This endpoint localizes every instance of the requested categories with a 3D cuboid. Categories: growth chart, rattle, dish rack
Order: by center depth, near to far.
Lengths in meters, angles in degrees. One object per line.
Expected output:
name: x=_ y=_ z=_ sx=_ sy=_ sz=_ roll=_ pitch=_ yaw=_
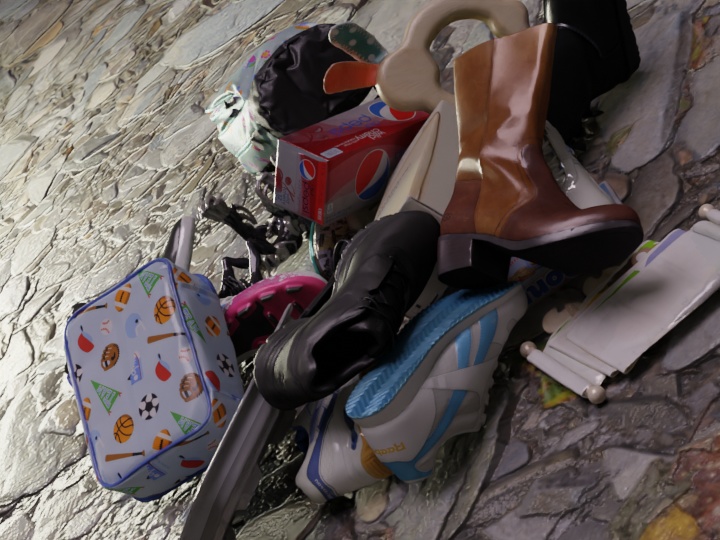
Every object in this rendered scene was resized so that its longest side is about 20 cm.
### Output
growth chart: x=0.216 y=0.021 z=1.443 sx=0.200 sy=0.018 sz=0.145 roll=-39 pitch=25 yaw=1
dish rack: x=-0.089 y=0.143 z=1.545 sx=0.172 sy=0.043 sz=0.201 roll=114 pitch=-179 yaw=-55
rattle: x=0.060 y=-0.186 z=1.768 sx=0.198 sy=0.131 sz=0.143 roll=-14 pitch=11 yaw=-3

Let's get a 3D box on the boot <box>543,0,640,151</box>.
boot: x=0.165 y=-0.202 z=1.674 sx=0.073 sy=0.199 sz=0.162 roll=10 pitch=44 yaw=45

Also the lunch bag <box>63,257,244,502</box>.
lunch bag: x=-0.189 y=0.097 z=1.711 sx=0.160 sy=0.075 sz=0.201 roll=-34 pitch=55 yaw=24

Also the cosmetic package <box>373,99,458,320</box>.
cosmetic package: x=0.061 y=-0.054 z=1.641 sx=0.104 sy=0.073 sz=0.200 roll=-56 pitch=8 yaw=28

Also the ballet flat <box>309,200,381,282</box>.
ballet flat: x=-0.003 y=-0.060 z=1.804 sx=0.072 sy=0.072 sz=0.201 roll=-28 pitch=24 yaw=22

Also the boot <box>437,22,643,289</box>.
boot: x=0.143 y=-0.094 z=1.481 sx=0.188 sy=0.068 sz=0.201 roll=-15 pitch=61 yaw=48

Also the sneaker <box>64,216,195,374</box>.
sneaker: x=-0.224 y=0.032 z=1.817 sx=0.071 sy=0.099 sz=0.201 roll=-81 pitch=11 yaw=-78

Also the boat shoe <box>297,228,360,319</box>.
boat shoe: x=0.000 y=0.000 z=1.710 sx=0.070 sy=0.066 sz=0.200 roll=-6 pitch=41 yaw=49

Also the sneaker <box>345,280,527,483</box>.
sneaker: x=0.069 y=0.080 z=1.479 sx=0.076 sy=0.081 sz=0.200 roll=-9 pitch=29 yaw=49

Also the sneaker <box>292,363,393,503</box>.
sneaker: x=-0.019 y=0.106 z=1.554 sx=0.088 sy=0.075 sz=0.200 roll=-30 pitch=26 yaw=19

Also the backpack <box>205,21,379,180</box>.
backpack: x=-0.076 y=-0.177 z=1.997 sx=0.167 sy=0.127 sz=0.200 roll=-36 pitch=3 yaw=-24

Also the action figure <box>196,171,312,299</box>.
action figure: x=-0.097 y=-0.044 z=1.875 sx=0.119 sy=0.102 sz=0.201 roll=-26 pitch=30 yaw=42

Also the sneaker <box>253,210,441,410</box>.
sneaker: x=0.007 y=0.033 z=1.482 sx=0.200 sy=0.076 sz=0.091 roll=-52 pitch=22 yaw=-21

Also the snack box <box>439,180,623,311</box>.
snack box: x=0.134 y=0.004 z=1.573 sx=0.199 sy=0.024 sz=0.072 roll=-35 pitch=25 yaw=9

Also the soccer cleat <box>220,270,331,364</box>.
soccer cleat: x=-0.111 y=0.045 z=1.773 sx=0.199 sy=0.070 sz=0.087 roll=-33 pitch=30 yaw=21

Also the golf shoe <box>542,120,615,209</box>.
golf shoe: x=0.147 y=-0.073 z=1.540 sx=0.078 sy=0.097 sz=0.200 roll=-34 pitch=28 yaw=3

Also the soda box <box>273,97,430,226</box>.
soda box: x=0.008 y=-0.108 z=1.763 sx=0.063 sy=0.070 sz=0.199 roll=24 pitch=34 yaw=33
